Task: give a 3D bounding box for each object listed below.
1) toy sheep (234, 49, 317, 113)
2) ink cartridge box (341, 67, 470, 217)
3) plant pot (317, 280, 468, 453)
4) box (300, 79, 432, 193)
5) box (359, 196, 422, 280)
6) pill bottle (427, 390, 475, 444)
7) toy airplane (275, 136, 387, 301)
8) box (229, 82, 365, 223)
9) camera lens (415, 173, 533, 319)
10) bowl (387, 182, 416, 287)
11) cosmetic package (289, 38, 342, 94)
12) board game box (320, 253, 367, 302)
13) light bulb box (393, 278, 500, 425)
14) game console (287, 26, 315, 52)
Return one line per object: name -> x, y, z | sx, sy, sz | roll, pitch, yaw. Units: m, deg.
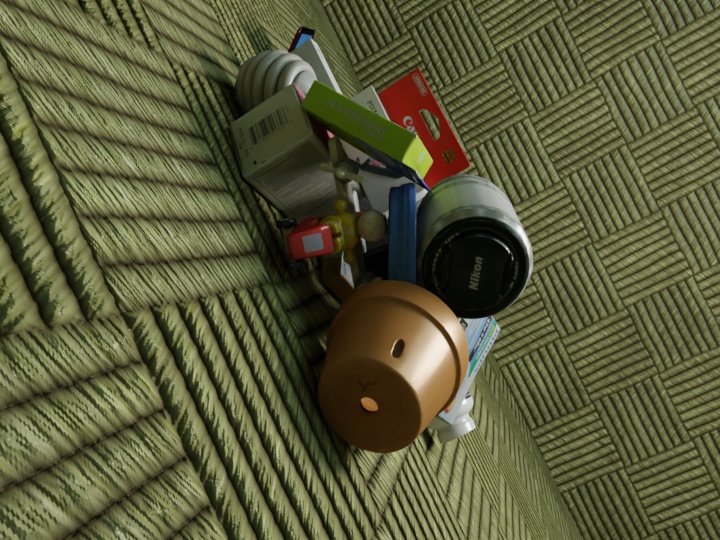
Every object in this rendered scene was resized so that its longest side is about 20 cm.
toy sheep -> -0.128, -0.295, 1.015 | 0.137, 0.196, 0.141 | -30, 125, -55
ink cartridge box -> 0.061, -0.214, 1.011 | 0.203, 0.171, 0.043 | 63, 13, 12
plant pot -> 0.031, 0.135, 0.794 | 0.203, 0.197, 0.140 | 59, 31, -13
box -> 0.021, -0.189, 0.877 | 0.198, 0.048, 0.122 | 33, 4, 19
box -> 0.083, -0.070, 1.138 | 0.200, 0.122, 0.201 | 46, 34, -48
pill bottle -> 0.147, 0.224, 1.195 | 0.204, 0.111, 0.112 | 66, 14, 13
toy airplane -> -0.013, -0.061, 0.903 | 0.200, 0.139, 0.203 | 44, 54, -41
box -> -0.096, -0.172, 0.979 | 0.200, 0.126, 0.111 | 42, 23, -59
camera lens -> 0.155, -0.040, 0.889 | 0.162, 0.158, 0.201 | 57, 16, -21
bowl -> 0.058, -0.024, 0.900 | 0.201, 0.038, 0.206 | 1, 90, -87
cosmetic package -> -0.102, -0.296, 1.143 | 0.203, 0.148, 0.052 | 63, 14, 0
board game box -> 0.000, 0.000, 1.120 | 0.200, 0.039, 0.156 | 50, 36, -46
light bulb box -> 0.123, 0.129, 1.042 | 0.123, 0.201, 0.200 | 24, -10, 33
game console -> -0.124, -0.448, 1.420 | 0.175, 0.117, 0.201 | 59, 14, -13
